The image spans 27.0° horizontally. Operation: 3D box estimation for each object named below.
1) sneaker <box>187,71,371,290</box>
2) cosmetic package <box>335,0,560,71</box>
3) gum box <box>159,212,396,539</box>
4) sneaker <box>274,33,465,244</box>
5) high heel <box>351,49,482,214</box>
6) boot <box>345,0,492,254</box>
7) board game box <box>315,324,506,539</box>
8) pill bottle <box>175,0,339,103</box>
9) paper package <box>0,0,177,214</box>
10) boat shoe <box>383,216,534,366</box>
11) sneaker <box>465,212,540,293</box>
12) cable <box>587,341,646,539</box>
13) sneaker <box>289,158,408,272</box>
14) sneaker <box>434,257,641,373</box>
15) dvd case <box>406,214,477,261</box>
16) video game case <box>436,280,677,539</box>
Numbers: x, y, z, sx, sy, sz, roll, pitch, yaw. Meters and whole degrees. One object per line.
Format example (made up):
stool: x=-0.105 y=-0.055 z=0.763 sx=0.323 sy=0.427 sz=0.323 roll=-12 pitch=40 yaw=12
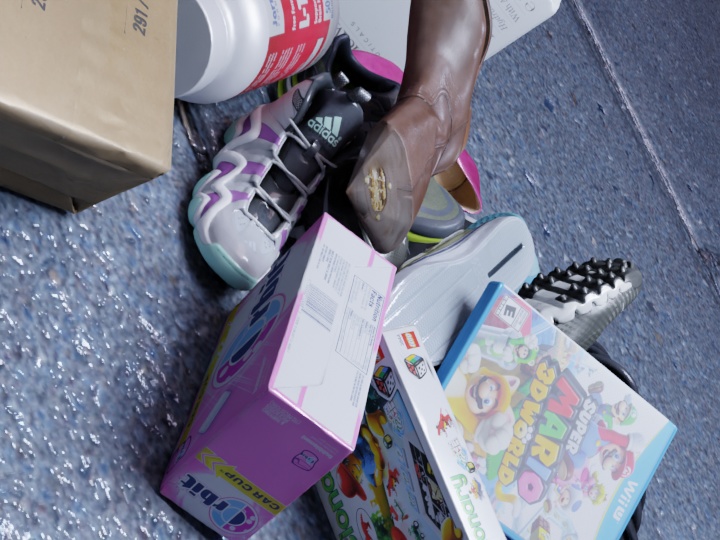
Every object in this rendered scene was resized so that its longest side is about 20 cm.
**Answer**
sneaker: x=-0.046 y=-0.082 z=1.080 sx=0.078 sy=0.140 sz=0.201 roll=42 pitch=31 yaw=-26
cosmetic package: x=0.065 y=-0.278 z=1.391 sx=0.165 sy=0.199 sz=0.165 roll=49 pitch=29 yaw=-17
gum box: x=-0.047 y=0.062 z=0.956 sx=0.066 sy=0.113 sz=0.201 roll=38 pitch=33 yaw=-15
sneaker: x=0.015 y=-0.106 z=1.226 sx=0.200 sy=0.081 sz=0.074 roll=47 pitch=44 yaw=3
high heel: x=0.040 y=-0.119 z=1.325 sx=0.200 sy=0.067 sz=0.096 roll=44 pitch=9 yaw=-49
boot: x=0.039 y=-0.129 z=1.090 sx=0.200 sy=0.064 sz=0.188 roll=-49 pitch=140 yaw=-59
board game box: x=0.029 y=0.153 z=0.981 sx=0.034 sy=0.126 sz=0.201 roll=-8 pitch=68 yaw=-40
pill bottle: x=-0.102 y=-0.188 z=1.127 sx=0.113 sy=0.112 sz=0.200 roll=57 pitch=28 yaw=-2
paper package: x=-0.204 y=-0.157 z=0.897 sx=0.190 sy=0.103 sz=0.202 roll=21 pitch=61 yaw=-49
boat shoe: x=0.056 y=0.020 z=1.092 sx=0.200 sy=0.062 sz=0.072 roll=-32 pitch=104 yaw=-46
sneaker: x=0.104 y=0.063 z=1.222 sx=0.200 sy=0.079 sz=0.131 roll=-54 pitch=127 yaw=-31
cable: x=0.203 y=0.157 z=1.247 sx=0.050 sy=0.163 sz=0.201 roll=-4 pitch=67 yaw=-15
sneaker: x=0.000 y=0.000 z=1.127 sx=0.066 sy=0.090 sz=0.201 roll=17 pitch=48 yaw=-49
sneaker: x=0.136 y=0.064 z=1.134 sx=0.199 sy=0.066 sz=0.091 roll=-31 pitch=117 yaw=-22
dvd case: x=0.065 y=-0.001 z=1.303 sx=0.199 sy=0.025 sz=0.151 roll=22 pitch=45 yaw=-47
video game case: x=0.129 y=0.122 z=1.074 sx=0.200 sy=0.018 sz=0.144 roll=38 pitch=75 yaw=-26
